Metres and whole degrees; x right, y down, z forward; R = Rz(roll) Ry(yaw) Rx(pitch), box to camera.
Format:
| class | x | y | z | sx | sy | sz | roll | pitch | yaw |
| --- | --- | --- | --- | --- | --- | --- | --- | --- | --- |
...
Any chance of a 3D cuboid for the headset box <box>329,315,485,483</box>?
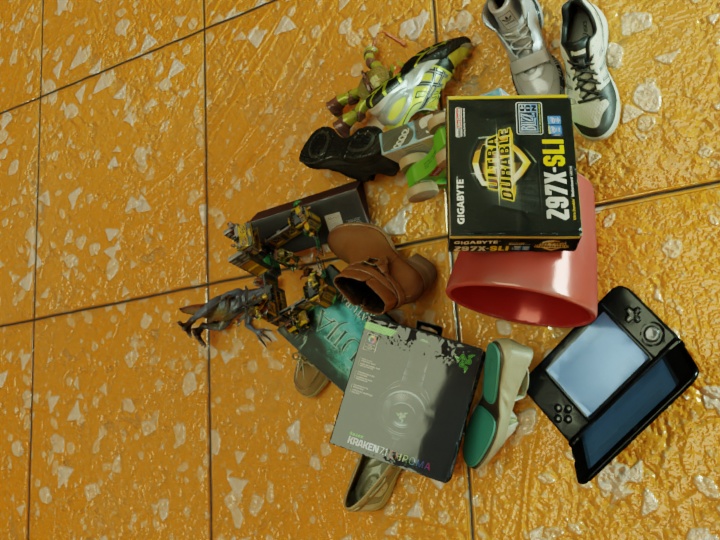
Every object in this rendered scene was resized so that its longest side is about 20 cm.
| class | x | y | z | sx | sy | sz | roll | pitch | yaw |
| --- | --- | --- | --- | --- | --- | --- | --- | --- | --- |
| headset box | 0.072 | 0.172 | 1.218 | 0.173 | 0.093 | 0.202 | 17 | 84 | 13 |

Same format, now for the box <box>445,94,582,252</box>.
| class | x | y | z | sx | sy | sz | roll | pitch | yaw |
| --- | --- | --- | --- | --- | --- | --- | --- | --- | --- |
| box | 0.185 | -0.121 | 1.070 | 0.158 | 0.049 | 0.202 | 1 | 66 | 3 |

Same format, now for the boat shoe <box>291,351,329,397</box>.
| class | x | y | z | sx | sy | sz | roll | pitch | yaw |
| --- | --- | --- | --- | --- | --- | --- | --- | --- | --- |
| boat shoe | -0.068 | 0.105 | 1.380 | 0.073 | 0.062 | 0.202 | 20 | 93 | 34 |

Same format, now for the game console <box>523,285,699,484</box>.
| class | x | y | z | sx | sy | sz | roll | pitch | yaw |
| --- | --- | --- | --- | --- | --- | --- | --- | --- | --- |
| game console | 0.307 | 0.138 | 1.095 | 0.200 | 0.116 | 0.176 | -49 | 60 | 16 |

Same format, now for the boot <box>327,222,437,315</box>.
| class | x | y | z | sx | sy | sz | roll | pitch | yaw |
| --- | --- | --- | --- | --- | --- | --- | --- | --- | --- |
| boot | 0.000 | 0.000 | 1.285 | 0.199 | 0.155 | 0.077 | 31 | 123 | 22 |

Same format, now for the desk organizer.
| class | x | y | z | sx | sy | sz | roll | pitch | yaw |
| --- | --- | --- | --- | --- | --- | --- | --- | --- | --- |
| desk organizer | -0.082 | -0.082 | 1.413 | 0.198 | 0.077 | 0.072 | -16 | 106 | 15 |

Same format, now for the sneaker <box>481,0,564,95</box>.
| class | x | y | z | sx | sy | sz | roll | pitch | yaw |
| --- | --- | --- | --- | --- | --- | --- | --- | --- | --- |
| sneaker | 0.227 | -0.321 | 1.230 | 0.075 | 0.115 | 0.202 | -20 | 71 | 29 |

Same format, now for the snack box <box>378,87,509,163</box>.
| class | x | y | z | sx | sy | sz | roll | pitch | yaw |
| --- | --- | --- | --- | --- | --- | --- | --- | --- | --- |
| snack box | 0.141 | -0.200 | 1.265 | 0.199 | 0.116 | 0.037 | -16 | 73 | 30 |

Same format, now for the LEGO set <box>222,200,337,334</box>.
| class | x | y | z | sx | sy | sz | roll | pitch | yaw |
| --- | --- | --- | --- | --- | --- | --- | --- | --- | --- |
| LEGO set | -0.129 | -0.014 | 1.299 | 0.153 | 0.116 | 0.202 | -22 | 59 | 27 |

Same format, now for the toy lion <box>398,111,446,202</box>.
| class | x | y | z | sx | sy | sz | roll | pitch | yaw |
| --- | --- | --- | --- | --- | --- | --- | --- | --- | --- |
| toy lion | 0.172 | -0.169 | 1.220 | 0.200 | 0.190 | 0.069 | 132 | 127 | -65 |

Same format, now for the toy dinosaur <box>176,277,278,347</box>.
| class | x | y | z | sx | sy | sz | roll | pitch | yaw |
| --- | --- | --- | --- | --- | --- | --- | --- | --- | --- |
| toy dinosaur | -0.228 | 0.050 | 1.487 | 0.181 | 0.105 | 0.200 | -40 | 48 | -1 |

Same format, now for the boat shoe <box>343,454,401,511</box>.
| class | x | y | z | sx | sy | sz | roll | pitch | yaw |
| --- | --- | --- | --- | --- | --- | --- | --- | --- | --- |
| boat shoe | 0.034 | 0.266 | 1.284 | 0.073 | 0.063 | 0.202 | 31 | 99 | 33 |

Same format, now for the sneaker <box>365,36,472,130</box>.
| class | x | y | z | sx | sy | sz | roll | pitch | yaw |
| --- | --- | --- | --- | --- | --- | --- | --- | --- | --- |
| sneaker | 0.097 | -0.284 | 1.317 | 0.200 | 0.077 | 0.075 | -40 | 20 | -13 |

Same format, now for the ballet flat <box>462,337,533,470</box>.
| class | x | y | z | sx | sy | sz | roll | pitch | yaw |
| --- | --- | --- | --- | --- | --- | --- | --- | --- | --- |
| ballet flat | 0.193 | 0.186 | 1.185 | 0.069 | 0.069 | 0.202 | 27 | 118 | 34 |

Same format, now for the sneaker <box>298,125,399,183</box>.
| class | x | y | z | sx | sy | sz | roll | pitch | yaw |
| --- | --- | --- | --- | --- | --- | --- | --- | --- | --- |
| sneaker | -0.020 | -0.177 | 1.379 | 0.199 | 0.091 | 0.076 | 12 | 68 | 46 |

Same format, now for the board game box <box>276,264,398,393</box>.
| class | x | y | z | sx | sy | sz | roll | pitch | yaw |
| --- | --- | --- | --- | --- | --- | --- | --- | --- | --- |
| board game box | -0.014 | 0.106 | 1.318 | 0.200 | 0.028 | 0.136 | 41 | 97 | 11 |

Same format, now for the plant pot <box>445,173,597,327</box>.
| class | x | y | z | sx | sy | sz | roll | pitch | yaw |
| --- | --- | --- | --- | --- | --- | --- | --- | --- | --- |
| plant pot | 0.226 | -0.035 | 1.148 | 0.199 | 0.200 | 0.179 | 4 | 73 | 34 |

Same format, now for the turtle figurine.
| class | x | y | z | sx | sy | sz | roll | pitch | yaw |
| --- | --- | --- | --- | --- | --- | --- | --- | --- | --- |
| turtle figurine | 0.022 | -0.282 | 1.388 | 0.161 | 0.064 | 0.201 | -37 | 64 | 23 |

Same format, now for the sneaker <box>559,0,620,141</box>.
| class | x | y | z | sx | sy | sz | roll | pitch | yaw |
| --- | --- | --- | --- | --- | --- | --- | --- | --- | --- |
| sneaker | 0.304 | -0.278 | 1.188 | 0.075 | 0.087 | 0.202 | -13 | 76 | 29 |
